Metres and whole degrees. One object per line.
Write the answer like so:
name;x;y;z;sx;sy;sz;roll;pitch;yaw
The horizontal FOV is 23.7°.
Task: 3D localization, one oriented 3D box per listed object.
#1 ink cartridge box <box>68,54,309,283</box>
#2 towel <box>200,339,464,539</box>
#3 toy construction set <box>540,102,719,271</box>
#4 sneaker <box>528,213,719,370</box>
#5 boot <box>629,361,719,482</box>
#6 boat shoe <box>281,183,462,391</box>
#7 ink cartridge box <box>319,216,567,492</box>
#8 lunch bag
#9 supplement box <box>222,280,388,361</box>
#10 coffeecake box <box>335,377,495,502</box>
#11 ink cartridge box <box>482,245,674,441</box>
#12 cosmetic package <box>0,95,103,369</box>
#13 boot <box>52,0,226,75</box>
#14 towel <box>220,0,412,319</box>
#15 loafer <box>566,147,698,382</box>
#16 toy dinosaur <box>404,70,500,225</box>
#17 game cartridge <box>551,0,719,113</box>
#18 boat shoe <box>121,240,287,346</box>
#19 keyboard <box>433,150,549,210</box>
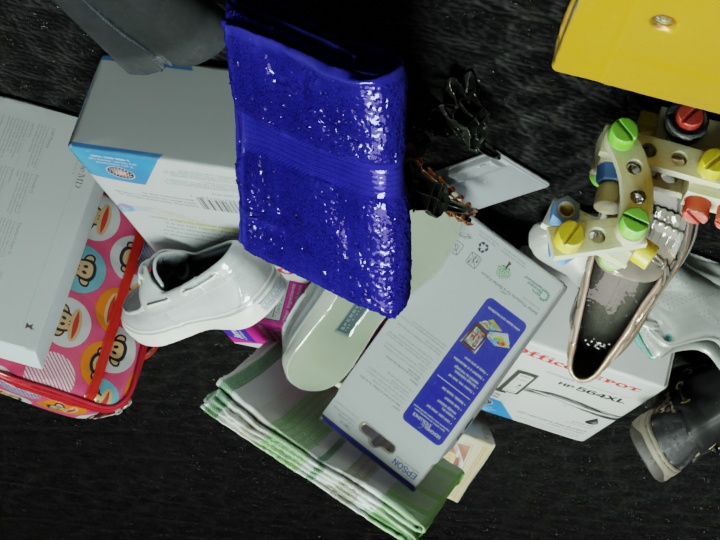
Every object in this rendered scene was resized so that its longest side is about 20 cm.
ink cartridge box;-0.112;-0.074;1.311;0.144;0.085;0.200;9;157;18
towel;-0.016;0.129;1.364;0.199;0.031;0.149;32;-158;7
toy construction set;0.220;-0.035;1.109;0.199;0.132;0.092;21;157;-12
sneaker;0.217;0.022;1.312;0.199;0.089;0.075;20;160;-10
boot;0.311;0.096;1.414;0.150;0.073;0.200;-33;175;26
boat shoe;0.000;0.001;1.330;0.070;0.072;0.201;28;111;-31
ink cartridge box;0.065;0.064;1.341;0.099;0.200;0.039;37;-178;12
lunch bag;-0.243;0.025;1.487;0.175;0.201;0.082;22;159;-24
supplement box;-0.014;0.021;1.442;0.199;0.104;0.101;12;165;14
coffeecake box;0.010;0.111;1.580;0.199;0.154;0.073;23;113;-19
ink cartridge box;0.166;0.066;1.460;0.145;0.085;0.200;18;159;-6
cosmetic package;-0.295;-0.038;1.366;0.150;0.201;0.052;15;160;4
boot;-0.145;-0.192;1.068;0.164;0.066;0.200;9;156;39
towel;-0.032;-0.071;1.120;0.147;0.049;0.201;29;140;34
loafer;0.190;0.001;1.218;0.072;0.063;0.201;21;135;9
toy dinosaur;0.021;-0.094;1.202;0.199;0.103;0.135;11;-178;-42
game cartridge;0.223;-0.143;0.990;0.199;0.033;0.176;14;158;0
boat shoe;-0.139;0.013;1.347;0.069;0.072;0.200;49;154;-22
keyboard;0.063;-0.058;1.336;0.056;0.011;0.200;22;158;-29
